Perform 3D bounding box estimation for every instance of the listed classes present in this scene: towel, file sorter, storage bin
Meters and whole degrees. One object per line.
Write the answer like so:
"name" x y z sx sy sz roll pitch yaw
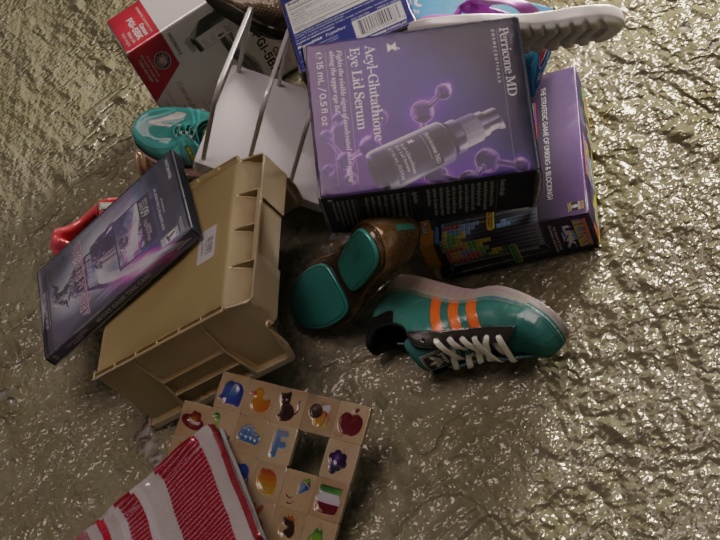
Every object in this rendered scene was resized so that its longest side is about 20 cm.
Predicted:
"towel" -0.178 0.242 1.185 0.200 0.023 0.145 -40 44 9
"file sorter" -0.048 -0.159 1.367 0.198 0.125 0.140 18 54 -2
"storage bin" -0.149 0.015 1.314 0.197 0.094 0.202 -27 41 28

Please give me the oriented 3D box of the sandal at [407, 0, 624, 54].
"sandal" 0.141 -0.233 1.258 0.200 0.083 0.051 -2 78 -5

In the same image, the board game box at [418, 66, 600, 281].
"board game box" 0.142 -0.096 1.325 0.163 0.057 0.202 -13 47 18

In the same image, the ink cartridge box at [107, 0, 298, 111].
"ink cartridge box" -0.166 -0.269 1.571 0.199 0.147 0.083 -34 44 -3

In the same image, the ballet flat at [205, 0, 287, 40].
"ballet flat" -0.084 -0.272 1.443 0.198 0.067 0.047 23 84 30

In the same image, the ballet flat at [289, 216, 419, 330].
"ballet flat" 0.000 0.000 1.269 0.072 0.200 0.068 -20 75 -31

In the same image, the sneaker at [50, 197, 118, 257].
"sneaker" -0.240 -0.046 1.455 0.198 0.087 0.074 -26 45 4

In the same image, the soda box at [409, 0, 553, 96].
"soda box" 0.089 -0.240 1.346 0.198 0.064 0.069 18 73 17

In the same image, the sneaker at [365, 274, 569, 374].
"sneaker" 0.090 0.060 1.209 0.198 0.072 0.080 7 56 42

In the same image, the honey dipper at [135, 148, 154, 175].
"honey dipper" -0.157 -0.135 1.532 0.197 0.038 0.038 -6 49 17

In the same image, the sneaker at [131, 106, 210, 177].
"sneaker" -0.162 -0.143 1.474 0.198 0.080 0.078 14 77 21

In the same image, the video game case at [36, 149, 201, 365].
"video game case" -0.242 -0.015 1.345 0.199 0.019 0.143 -40 37 13

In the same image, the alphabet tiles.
"alphabet tiles" -0.094 0.182 1.196 0.198 0.008 0.169 10 78 34

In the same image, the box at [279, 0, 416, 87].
"box" -0.022 -0.279 1.328 0.120 0.032 0.202 -22 57 8

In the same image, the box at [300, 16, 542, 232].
"box" 0.055 -0.129 1.222 0.197 0.104 0.150 -9 74 3
